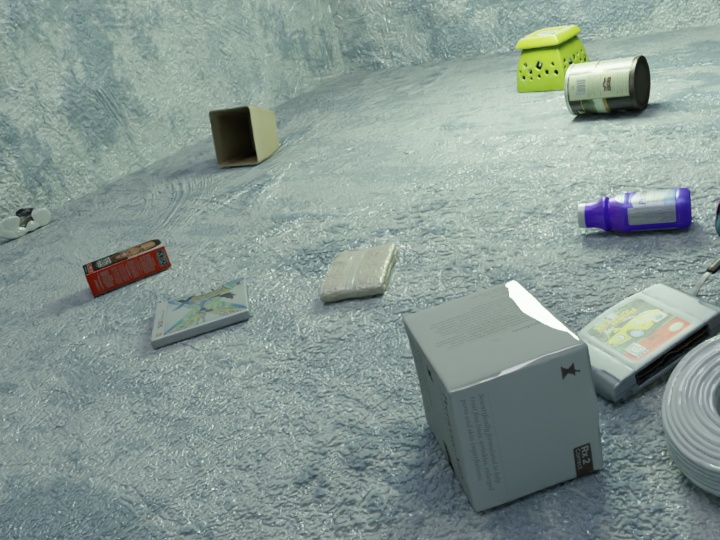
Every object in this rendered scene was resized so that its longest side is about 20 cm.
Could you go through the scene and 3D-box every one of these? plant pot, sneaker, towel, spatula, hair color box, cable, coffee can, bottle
[{"bbox_3d":[0.661,-0.738,2.545,0.199,0.184,0.198,8,32,45],"label":"plant pot"},{"bbox_3d":[-1.180,-0.164,2.533,0.113,0.076,0.199,7,25,43],"label":"sneaker"},{"bbox_3d":[0.000,0.000,1.472,0.131,0.035,0.201,-10,24,15],"label":"towel"},{"bbox_3d":[0.493,0.018,1.053,0.200,0.021,0.057,-46,11,-1],"label":"spatula"},{"bbox_3d":[-0.405,-0.495,2.662,0.198,0.203,0.177,1,17,33],"label":"plant pot"},{"bbox_3d":[-0.580,-0.011,1.824,0.198,0.062,0.101,-23,23,-19],"label":"hair color box"},{"bbox_3d":[0.414,0.148,0.767,0.199,0.069,0.201,2,48,51],"label":"cable"},{"bbox_3d":[0.695,-0.518,2.067,0.198,0.148,0.146,5,30,39],"label":"coffee can"},{"bbox_3d":[0.506,-0.109,1.362,0.198,0.066,0.084,-3,27,27],"label":"bottle"}]

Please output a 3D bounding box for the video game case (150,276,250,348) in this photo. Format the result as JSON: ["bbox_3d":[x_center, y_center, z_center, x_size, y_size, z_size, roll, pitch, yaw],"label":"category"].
[{"bbox_3d":[-0.326,0.082,1.504,0.197,0.022,0.183,-17,23,-5],"label":"video game case"}]

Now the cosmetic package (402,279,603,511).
[{"bbox_3d":[0.165,0.140,0.882,0.163,0.167,0.200,-17,22,-5],"label":"cosmetic package"}]

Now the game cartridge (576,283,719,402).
[{"bbox_3d":[0.375,0.090,0.991,0.199,0.041,0.133,-31,22,-11],"label":"game cartridge"}]

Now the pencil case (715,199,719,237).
[{"bbox_3d":[0.696,-0.106,1.210,0.197,0.085,0.093,-11,51,9],"label":"pencil case"}]
